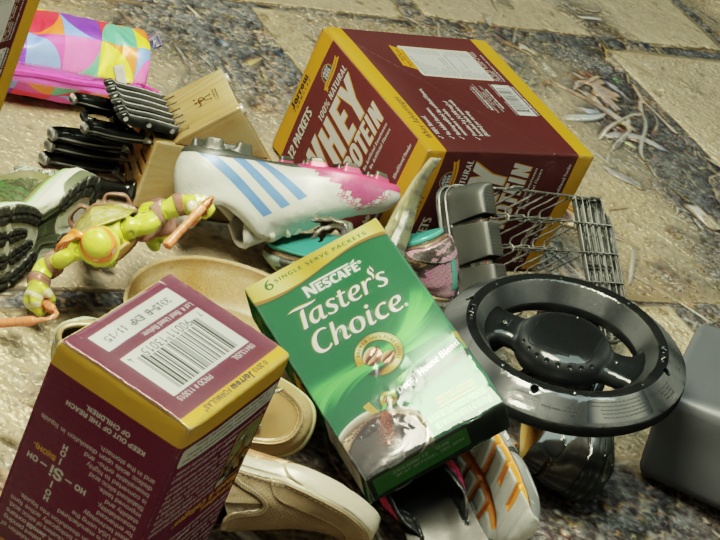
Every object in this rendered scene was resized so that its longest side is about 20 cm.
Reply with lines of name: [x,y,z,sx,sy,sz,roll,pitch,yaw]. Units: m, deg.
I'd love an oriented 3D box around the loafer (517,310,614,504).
loafer: [0.158,0.093,1.732,0.072,0.073,0.200,23,38,-23]

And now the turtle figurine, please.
turtle figurine: [-0.199,-0.021,1.625,0.064,0.200,0.161,59,5,-3]

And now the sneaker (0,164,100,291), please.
sneaker: [-0.288,-0.040,1.657,0.089,0.077,0.200,21,21,20]

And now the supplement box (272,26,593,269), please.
supplement box: [0.064,-0.110,1.962,0.200,0.133,0.197,0,38,-38]

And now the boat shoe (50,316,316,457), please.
boat shoe: [-0.128,0.085,1.529,0.200,0.073,0.063,17,-11,-3]

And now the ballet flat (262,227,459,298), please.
ballet flat: [-0.001,0.004,1.766,0.200,0.071,0.069,-1,16,40]

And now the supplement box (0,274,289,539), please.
supplement box: [-0.146,0.123,1.349,0.103,0.200,0.131,32,30,13]

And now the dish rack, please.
dish rack: [0.158,-0.001,1.874,0.200,0.055,0.154,3,76,-46]

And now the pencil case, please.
pencil case: [-0.278,-0.190,1.881,0.200,0.088,0.088,8,33,-25]

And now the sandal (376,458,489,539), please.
sandal: [0.046,0.162,1.564,0.075,0.045,0.200,-27,48,-6]

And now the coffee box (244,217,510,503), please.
coffee box: [0.009,0.064,1.587,0.123,0.044,0.200,-27,56,-8]

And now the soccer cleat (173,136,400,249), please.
soccer cleat: [-0.065,-0.056,1.796,0.200,0.086,0.070,9,-1,-21]

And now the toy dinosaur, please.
toy dinosaur: [0.000,0.000,1.685,0.088,0.200,0.047,10,-15,19]

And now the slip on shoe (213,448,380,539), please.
slip on shoe: [-0.084,0.157,1.493,0.200,0.076,0.061,26,68,-15]

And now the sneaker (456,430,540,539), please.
sneaker: [0.086,0.132,1.648,0.077,0.078,0.200,9,33,-42]

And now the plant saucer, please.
plant saucer: [-0.095,0.062,1.657,0.200,0.035,0.200,20,30,-12]

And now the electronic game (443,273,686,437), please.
electronic game: [0.160,0.065,1.692,0.200,0.042,0.200,8,33,-5]

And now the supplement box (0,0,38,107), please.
supplement box: [-0.372,-0.178,1.652,0.133,0.197,0.200,33,29,14]

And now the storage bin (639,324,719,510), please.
storage bin: [0.325,0.121,1.799,0.134,0.146,0.200,20,28,12]

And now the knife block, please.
knife block: [-0.169,-0.085,1.833,0.200,0.175,0.064,61,2,-43]
